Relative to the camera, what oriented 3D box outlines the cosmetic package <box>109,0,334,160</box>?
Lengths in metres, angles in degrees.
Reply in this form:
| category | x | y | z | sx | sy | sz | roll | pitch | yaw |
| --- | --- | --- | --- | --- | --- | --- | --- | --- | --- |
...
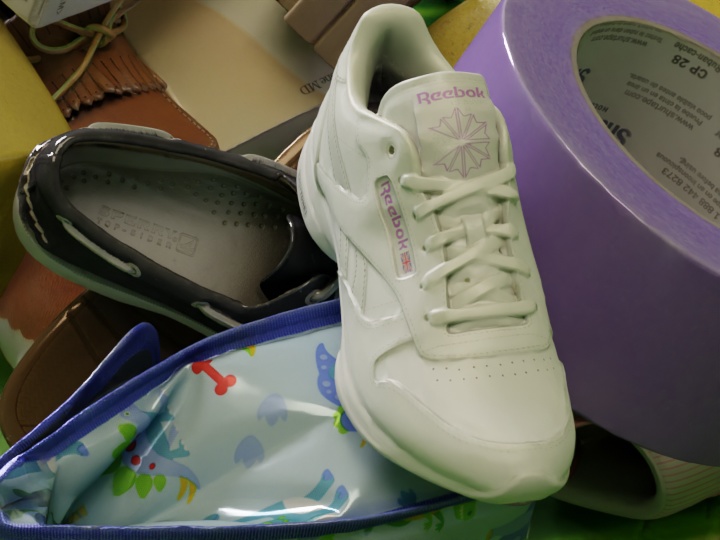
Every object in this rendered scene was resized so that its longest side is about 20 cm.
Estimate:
| category | x | y | z | sx | sy | sz | roll | pitch | yaw |
| --- | --- | --- | --- | --- | --- | --- | --- | --- | --- |
| cosmetic package | -0.089 | -0.124 | 1.312 | 0.105 | 0.071 | 0.200 | -28 | 69 | -30 |

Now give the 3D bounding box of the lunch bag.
| category | x | y | z | sx | sy | sz | roll | pitch | yaw |
| --- | --- | --- | --- | --- | --- | --- | --- | --- | --- |
| lunch bag | -0.050 | 0.110 | 1.067 | 0.199 | 0.171 | 0.128 | -16 | 50 | -21 |

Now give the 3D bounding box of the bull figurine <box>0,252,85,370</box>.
| category | x | y | z | sx | sy | sz | roll | pitch | yaw |
| --- | --- | --- | --- | --- | --- | --- | --- | --- | --- |
| bull figurine | -0.121 | 0.007 | 1.232 | 0.121 | 0.065 | 0.200 | -23 | 59 | -31 |

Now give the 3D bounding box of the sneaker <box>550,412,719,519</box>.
| category | x | y | z | sx | sy | sz | roll | pitch | yaw |
| --- | --- | --- | --- | --- | --- | --- | --- | --- | --- |
| sneaker | 0.088 | 0.027 | 1.216 | 0.104 | 0.076 | 0.200 | -29 | 60 | -33 |

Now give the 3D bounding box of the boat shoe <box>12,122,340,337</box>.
| category | x | y | z | sx | sy | sz | roll | pitch | yaw |
| --- | --- | --- | --- | --- | --- | --- | --- | --- | --- |
| boat shoe | -0.035 | -0.007 | 1.099 | 0.199 | 0.060 | 0.074 | 22 | 73 | -9 |

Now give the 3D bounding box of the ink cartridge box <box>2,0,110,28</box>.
| category | x | y | z | sx | sy | sz | roll | pitch | yaw |
| --- | --- | --- | --- | --- | --- | --- | --- | --- | --- |
| ink cartridge box | -0.146 | -0.198 | 1.240 | 0.200 | 0.044 | 0.173 | 41 | 39 | 17 |

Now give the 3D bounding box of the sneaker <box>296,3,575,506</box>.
| category | x | y | z | sx | sy | sz | roll | pitch | yaw |
| --- | --- | --- | --- | --- | --- | --- | --- | --- | --- |
| sneaker | 0.024 | -0.008 | 1.005 | 0.074 | 0.100 | 0.201 | -7 | 50 | -20 |

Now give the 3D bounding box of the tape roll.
| category | x | y | z | sx | sy | sz | roll | pitch | yaw |
| --- | --- | --- | --- | --- | --- | --- | --- | --- | --- |
| tape roll | 0.118 | -0.024 | 1.137 | 0.199 | 0.085 | 0.201 | 25 | 32 | -17 |

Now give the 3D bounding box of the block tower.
| category | x | y | z | sx | sy | sz | roll | pitch | yaw |
| --- | --- | --- | --- | --- | --- | --- | --- | --- | --- |
| block tower | 0.013 | -0.148 | 1.314 | 0.054 | 0.058 | 0.200 | 44 | 20 | -2 |

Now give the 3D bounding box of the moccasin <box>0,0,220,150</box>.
| category | x | y | z | sx | sy | sz | roll | pitch | yaw |
| --- | --- | --- | --- | --- | --- | --- | --- | --- | --- |
| moccasin | -0.130 | -0.095 | 1.235 | 0.073 | 0.078 | 0.201 | -14 | 43 | -34 |

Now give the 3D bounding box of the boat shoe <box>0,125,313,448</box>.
| category | x | y | z | sx | sy | sz | roll | pitch | yaw |
| --- | --- | --- | --- | --- | --- | --- | --- | --- | --- |
| boat shoe | -0.065 | 0.014 | 1.158 | 0.200 | 0.072 | 0.072 | -43 | 94 | -18 |

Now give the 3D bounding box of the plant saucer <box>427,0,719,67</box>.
| category | x | y | z | sx | sy | sz | roll | pitch | yaw |
| --- | --- | --- | --- | --- | --- | --- | --- | --- | --- |
| plant saucer | 0.147 | -0.106 | 1.328 | 0.199 | 0.049 | 0.200 | 27 | 37 | 21 |

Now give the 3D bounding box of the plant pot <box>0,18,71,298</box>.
| category | x | y | z | sx | sy | sz | roll | pitch | yaw |
| --- | --- | --- | --- | --- | --- | --- | --- | --- | --- |
| plant pot | -0.235 | -0.040 | 1.150 | 0.176 | 0.201 | 0.200 | 37 | 19 | 14 |
